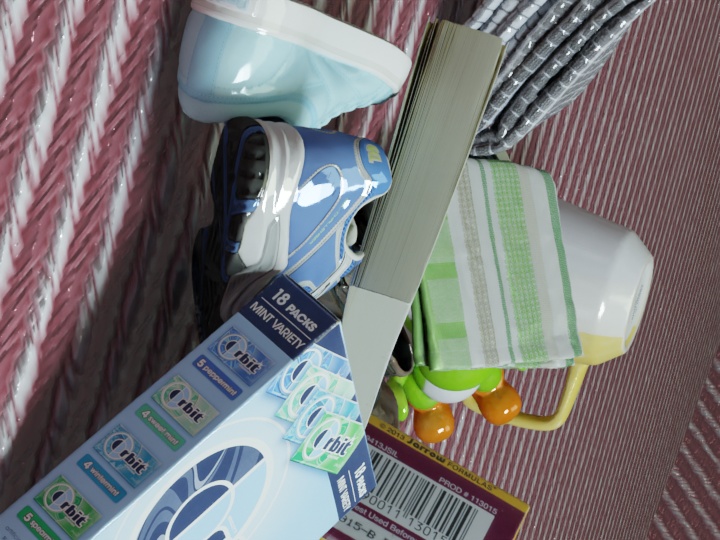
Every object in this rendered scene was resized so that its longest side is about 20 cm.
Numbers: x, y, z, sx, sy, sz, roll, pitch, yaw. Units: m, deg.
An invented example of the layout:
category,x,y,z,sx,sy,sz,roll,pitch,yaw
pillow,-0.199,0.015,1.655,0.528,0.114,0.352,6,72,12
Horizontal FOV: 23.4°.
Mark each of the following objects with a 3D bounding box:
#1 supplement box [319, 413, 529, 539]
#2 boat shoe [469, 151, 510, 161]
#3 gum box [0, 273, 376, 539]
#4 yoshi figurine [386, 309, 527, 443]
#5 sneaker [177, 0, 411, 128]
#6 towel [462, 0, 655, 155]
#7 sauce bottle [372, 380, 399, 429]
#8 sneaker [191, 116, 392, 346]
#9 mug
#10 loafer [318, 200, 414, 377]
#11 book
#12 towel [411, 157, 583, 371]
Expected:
category,x,y,z,sx,sy,sz,roll,pitch,yaw
supplement box,-0.001,0.199,1.062,0.103,0.130,0.201,-56,172,-45
boat shoe,0.101,-0.009,1.311,0.062,0.075,0.201,-48,131,-40
gum box,-0.084,0.120,0.838,0.200,0.044,0.170,-42,151,-19
yoshi figurine,0.069,0.073,1.302,0.113,0.111,0.200,-59,155,-22
sneaker,-0.040,-0.095,0.884,0.200,0.074,0.082,8,105,-64
towel,0.146,-0.176,1.233,0.200,0.086,0.165,-48,173,27
sauce bottle,-0.005,0.106,1.141,0.200,0.064,0.065,90,23,-55
sneaker,-0.040,0.000,0.861,0.200,0.077,0.076,116,-33,-57
mug,0.157,0.021,1.444,0.150,0.152,0.187,-58,157,-43
loafer,0.000,0.000,1.086,0.200,0.063,0.072,80,31,-54
book,0.025,-0.023,0.968,0.134,0.048,0.201,107,1,-52
towel,0.086,-0.004,1.206,0.200,0.031,0.150,2,77,-54
